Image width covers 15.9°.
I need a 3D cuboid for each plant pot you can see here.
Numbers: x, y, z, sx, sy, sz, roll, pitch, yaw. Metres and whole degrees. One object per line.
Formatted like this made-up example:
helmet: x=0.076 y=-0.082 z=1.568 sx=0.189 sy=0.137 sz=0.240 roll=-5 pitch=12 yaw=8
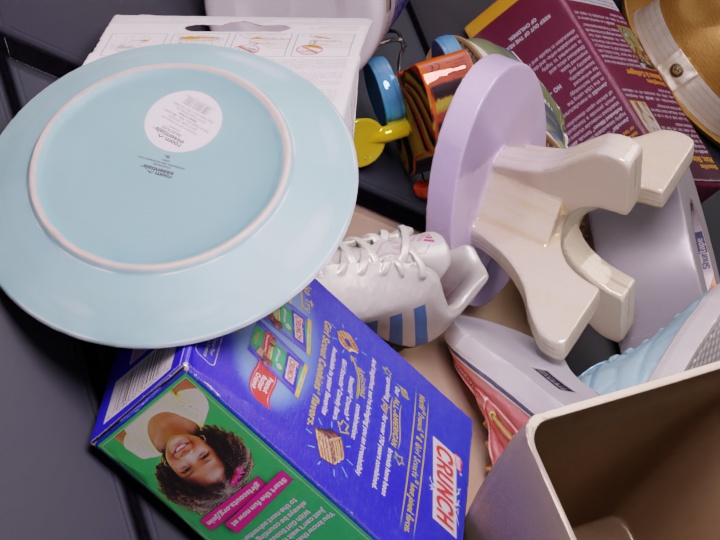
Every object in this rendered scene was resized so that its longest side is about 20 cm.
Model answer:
plant pot: x=0.160 y=0.179 z=1.397 sx=0.199 sy=0.177 sz=0.201 roll=-14 pitch=74 yaw=-33

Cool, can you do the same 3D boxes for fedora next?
fedora: x=0.318 y=-0.197 z=2.311 sx=0.200 sy=0.082 sz=0.201 roll=40 pitch=28 yaw=-25

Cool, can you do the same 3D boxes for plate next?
plate: x=-0.101 y=-0.048 z=1.313 sx=0.026 sy=0.199 sz=0.201 roll=80 pitch=-5 yaw=-52

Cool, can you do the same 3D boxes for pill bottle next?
pill bottle: x=-0.022 y=-0.204 z=1.707 sx=0.120 sy=0.120 sz=0.200 roll=48 pitch=26 yaw=-9

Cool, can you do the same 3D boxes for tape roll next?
tape roll: x=0.212 y=0.009 z=1.798 sx=0.200 sy=0.066 sz=0.202 roll=-14 pitch=90 yaw=-78

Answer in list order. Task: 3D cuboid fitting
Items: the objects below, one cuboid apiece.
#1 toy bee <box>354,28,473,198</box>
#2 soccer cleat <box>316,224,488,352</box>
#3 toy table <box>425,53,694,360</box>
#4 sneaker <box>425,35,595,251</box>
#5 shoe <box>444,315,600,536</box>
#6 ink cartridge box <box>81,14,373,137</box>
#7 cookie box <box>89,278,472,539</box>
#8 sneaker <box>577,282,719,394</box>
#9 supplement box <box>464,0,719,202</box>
toy bee: x=0.052 y=-0.101 z=1.717 sx=0.200 sy=0.130 sz=0.109 roll=-65 pitch=139 yaw=-74
soccer cleat: x=0.000 y=0.000 z=1.520 sx=0.200 sy=0.086 sz=0.070 roll=8 pitch=50 yaw=-56
toy table: x=0.121 y=-0.037 z=1.634 sx=0.117 sy=0.184 sz=0.200 roll=23 pitch=-20 yaw=21
sneaker: x=0.130 y=-0.088 z=1.871 sx=0.201 sy=0.067 sz=0.090 roll=58 pitch=29 yaw=14
shoe: x=0.097 y=0.100 z=1.584 sx=0.071 sy=0.091 sz=0.200 roll=11 pitch=15 yaw=-28
ink cartridge box: x=-0.081 y=-0.088 z=1.437 sx=0.200 sy=0.161 sz=0.050 roll=-74 pitch=164 yaw=-65
cookie box: x=-0.035 y=0.087 z=1.363 sx=0.200 sy=0.075 sz=0.171 roll=42 pitch=26 yaw=-19
sneaker: x=0.177 y=0.071 z=1.651 sx=0.200 sy=0.082 sz=0.074 roll=-47 pitch=143 yaw=-30
supplement box: x=0.181 y=-0.127 z=1.988 sx=0.110 sy=0.086 sz=0.201 roll=0 pitch=56 yaw=-59
